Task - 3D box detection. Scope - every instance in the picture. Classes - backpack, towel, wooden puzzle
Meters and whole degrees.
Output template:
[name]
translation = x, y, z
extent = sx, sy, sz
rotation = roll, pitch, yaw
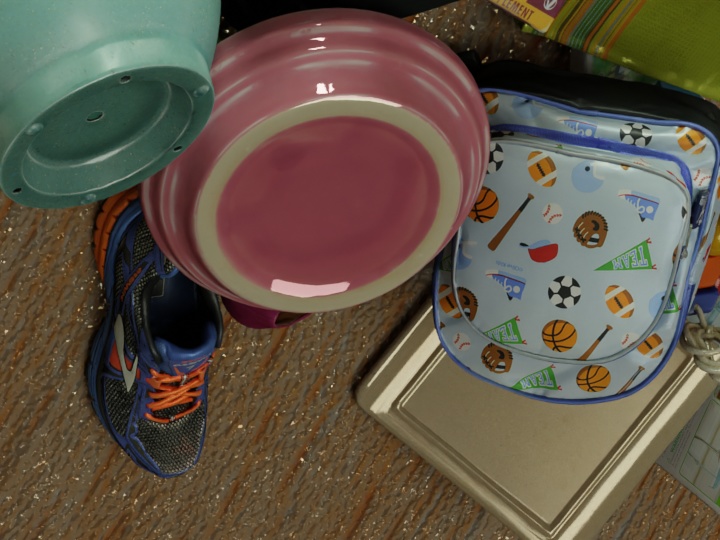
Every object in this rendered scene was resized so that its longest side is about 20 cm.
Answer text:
[backpack]
translation = 0.129, -0.015, 1.441
extent = 0.154, 0.198, 0.192
rotation = -54, 154, -62
[towel]
translation = 0.195, -0.155, 1.478
extent = 0.199, 0.018, 0.086
rotation = 16, 127, -32
[wooden puzzle]
translation = 0.122, 0.072, 1.593
extent = 0.200, 0.037, 0.185
rotation = 39, 93, -13

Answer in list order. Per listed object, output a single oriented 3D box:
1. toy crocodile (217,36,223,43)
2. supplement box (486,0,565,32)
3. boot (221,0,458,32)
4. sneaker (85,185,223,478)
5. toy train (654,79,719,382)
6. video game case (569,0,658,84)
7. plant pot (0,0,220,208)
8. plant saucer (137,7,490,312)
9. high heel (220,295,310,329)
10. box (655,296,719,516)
[toy crocodile]
translation = -0.081, -0.091, 1.376
extent = 0.068, 0.062, 0.200
rotation = -50, 129, 3
[supplement box]
translation = 0.103, -0.257, 1.376
extent = 0.110, 0.086, 0.201
rotation = 23, 103, -42
[boot]
translation = 0.016, -0.150, 1.314
extent = 0.198, 0.162, 0.074
rotation = 46, 46, -27
[sneaker]
translation = -0.119, 0.045, 1.415
extent = 0.075, 0.078, 0.201
rotation = -19, 127, -24
[toy train]
translation = 0.223, -0.021, 1.517
extent = 0.084, 0.200, 0.116
rotation = -7, 139, -45
[video game case]
translation = 0.213, -0.191, 1.515
extent = 0.181, 0.022, 0.201
rotation = -26, 139, -22
[plant pot]
translation = -0.152, -0.117, 1.197
extent = 0.199, 0.135, 0.201
rotation = -23, 157, -10
[plant saucer]
translation = -0.022, -0.049, 1.303
extent = 0.199, 0.051, 0.202
rotation = -8, 132, -9
[high heel]
translation = 0.000, 0.000, 1.458
extent = 0.199, 0.096, 0.068
rotation = -14, 124, -28
[box]
translation = 0.283, 0.061, 1.643
extent = 0.096, 0.176, 0.201
rotation = 5, 114, -41
